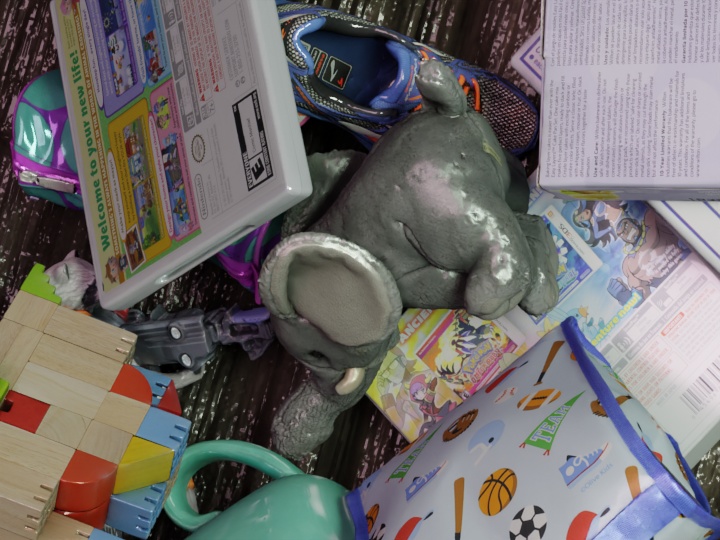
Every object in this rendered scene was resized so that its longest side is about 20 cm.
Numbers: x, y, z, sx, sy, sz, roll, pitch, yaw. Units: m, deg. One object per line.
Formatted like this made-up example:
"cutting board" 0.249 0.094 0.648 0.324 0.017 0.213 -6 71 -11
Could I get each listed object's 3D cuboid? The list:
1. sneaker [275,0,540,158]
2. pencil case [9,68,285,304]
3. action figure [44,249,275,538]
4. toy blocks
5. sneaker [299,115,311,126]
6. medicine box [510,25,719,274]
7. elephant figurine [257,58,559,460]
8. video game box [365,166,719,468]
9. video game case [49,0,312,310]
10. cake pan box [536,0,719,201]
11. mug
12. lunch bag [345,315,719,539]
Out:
"sneaker" 0.020 -0.101 1.500 0.078 0.199 0.076 4 81 64
"pencil case" -0.117 -0.052 1.587 0.199 0.085 0.092 22 48 23
"action figure" -0.140 0.080 1.568 0.199 0.104 0.195 -17 95 33
"toy blocks" -0.160 0.098 1.468 0.136 0.200 0.100 20 133 4
"sneaker" -0.093 -0.162 1.574 0.081 0.088 0.200 -43 46 2
"medicine box" 0.221 -0.119 1.451 0.200 0.103 0.182 -47 69 10
"elephant figurine" 0.000 0.000 1.459 0.199 0.141 0.156 -22 77 16
"video game box" 0.120 0.054 1.501 0.200 0.047 0.182 -47 70 10
"video game case" -0.106 -0.102 1.492 0.182 0.022 0.201 -30 65 43
"cake pan box" 0.188 -0.137 1.385 0.183 0.052 0.201 -1 83 21
"mug" -0.033 0.180 1.479 0.114 0.152 0.185 -35 103 9
"lunch bag" 0.092 0.138 1.357 0.170 0.200 0.124 -42 102 6
